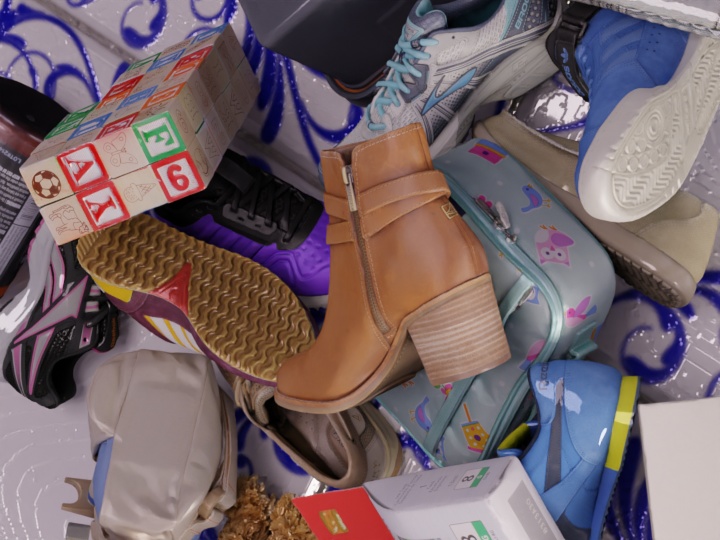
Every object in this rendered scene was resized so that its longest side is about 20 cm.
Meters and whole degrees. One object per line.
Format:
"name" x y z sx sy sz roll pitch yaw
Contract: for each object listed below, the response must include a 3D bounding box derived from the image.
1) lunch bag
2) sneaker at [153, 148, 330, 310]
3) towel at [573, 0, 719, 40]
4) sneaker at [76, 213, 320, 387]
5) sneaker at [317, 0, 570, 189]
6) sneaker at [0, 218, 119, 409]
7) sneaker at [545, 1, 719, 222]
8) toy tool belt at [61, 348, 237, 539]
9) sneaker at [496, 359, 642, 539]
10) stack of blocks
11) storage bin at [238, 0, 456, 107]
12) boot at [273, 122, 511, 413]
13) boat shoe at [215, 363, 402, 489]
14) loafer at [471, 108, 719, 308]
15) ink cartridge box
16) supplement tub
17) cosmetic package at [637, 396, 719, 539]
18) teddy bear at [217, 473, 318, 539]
"lunch bag" 0.072 0.027 1.221 0.161 0.077 0.201 50 140 25
"sneaker" -0.073 -0.038 1.335 0.199 0.100 0.070 11 51 33
"towel" 0.179 -0.243 1.181 0.199 0.035 0.194 18 70 25
"sneaker" -0.104 0.025 1.334 0.199 0.090 0.075 32 78 21
"sneaker" 0.043 -0.130 1.238 0.200 0.086 0.078 -40 37 1
"sneaker" -0.211 0.019 1.458 0.086 0.080 0.201 38 115 16
"sneaker" 0.156 -0.109 1.177 0.111 0.077 0.201 8 52 38
"toy tool belt" -0.152 0.163 1.359 0.124 0.123 0.202 8 68 -4
"sneaker" 0.120 0.137 1.190 0.078 0.066 0.201 11 125 5
"stack of blocks" -0.149 -0.099 1.330 0.114 0.200 0.059 -20 109 17
"storage bin" 0.011 -0.207 1.283 0.200 0.134 0.146 -37 68 26
"boot" 0.000 0.000 1.179 0.199 0.073 0.156 -19 93 42
"boat shoe" -0.054 0.080 1.346 0.200 0.064 0.072 41 108 28
"loafer" 0.152 -0.050 1.221 0.068 0.076 0.200 -45 55 -8
"ink cartridge box" 0.053 0.206 1.214 0.199 0.050 0.162 -16 112 41
"supplement tub" -0.302 -0.045 1.491 0.107 0.107 0.201 44 110 27
"cosmetic package" 0.216 0.177 1.138 0.072 0.103 0.202 -7 84 15
"teddy bear" -0.084 0.245 1.355 0.145 0.067 0.201 35 105 32
